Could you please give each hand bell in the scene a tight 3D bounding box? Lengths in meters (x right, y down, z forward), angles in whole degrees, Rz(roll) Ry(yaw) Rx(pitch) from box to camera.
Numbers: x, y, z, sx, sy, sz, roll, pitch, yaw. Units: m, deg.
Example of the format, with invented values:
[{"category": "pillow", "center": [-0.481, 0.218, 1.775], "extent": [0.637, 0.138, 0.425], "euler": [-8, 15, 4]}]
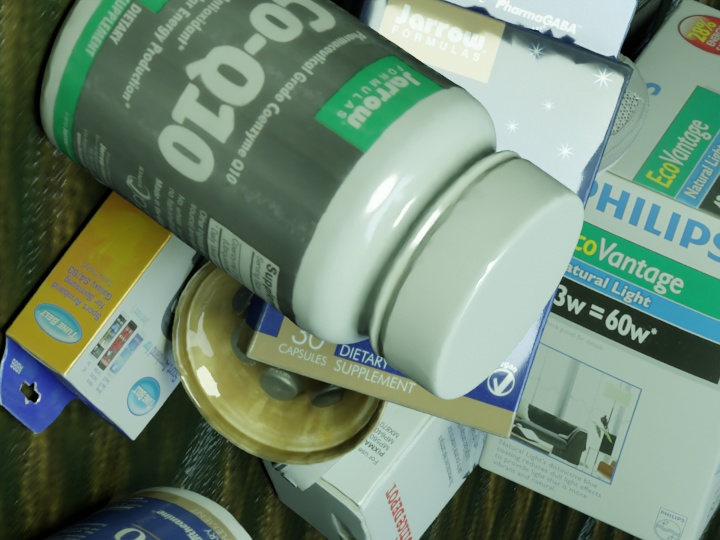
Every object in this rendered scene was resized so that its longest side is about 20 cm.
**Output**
[{"category": "hand bell", "center": [0.000, 0.000, 1.391], "extent": [0.200, 0.104, 0.104], "euler": [-47, 163, -59]}]

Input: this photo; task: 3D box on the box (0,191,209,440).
[{"category": "box", "center": [-0.082, -0.008, 1.333], "extent": [0.200, 0.041, 0.119], "euler": [-55, 162, -7]}]

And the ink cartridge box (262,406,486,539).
[{"category": "ink cartridge box", "center": [0.036, 0.055, 1.654], "extent": [0.200, 0.084, 0.144], "euler": [-52, 162, -14]}]

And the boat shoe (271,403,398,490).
[{"category": "boat shoe", "center": [0.015, 0.021, 1.530], "extent": [0.200, 0.068, 0.072], "euler": [-45, -173, 10]}]

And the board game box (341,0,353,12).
[{"category": "board game box", "center": [0.052, -0.131, 1.369], "extent": [0.126, 0.035, 0.200], "euler": [-30, 162, -10]}]

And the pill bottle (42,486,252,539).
[{"category": "pill bottle", "center": [-0.135, 0.182, 1.409], "extent": [0.200, 0.111, 0.111], "euler": [-26, 146, -56]}]

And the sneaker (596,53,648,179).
[{"category": "sneaker", "center": [0.077, -0.083, 1.353], "extent": [0.082, 0.075, 0.200], "euler": [-42, 159, 33]}]

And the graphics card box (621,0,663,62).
[{"category": "graphics card box", "center": [0.115, -0.154, 1.550], "extent": [0.125, 0.051, 0.200], "euler": [-40, 158, -35]}]

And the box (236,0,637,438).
[{"category": "box", "center": [0.036, -0.042, 1.262], "extent": [0.032, 0.121, 0.201], "euler": [-147, -106, -78]}]

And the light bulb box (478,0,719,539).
[{"category": "light bulb box", "center": [0.169, 0.001, 1.559], "extent": [0.198, 0.124, 0.201], "euler": [-51, 159, -52]}]

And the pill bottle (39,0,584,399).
[{"category": "pill bottle", "center": [-0.019, -0.043, 1.176], "extent": [0.113, 0.200, 0.113], "euler": [-47, 160, -24]}]
